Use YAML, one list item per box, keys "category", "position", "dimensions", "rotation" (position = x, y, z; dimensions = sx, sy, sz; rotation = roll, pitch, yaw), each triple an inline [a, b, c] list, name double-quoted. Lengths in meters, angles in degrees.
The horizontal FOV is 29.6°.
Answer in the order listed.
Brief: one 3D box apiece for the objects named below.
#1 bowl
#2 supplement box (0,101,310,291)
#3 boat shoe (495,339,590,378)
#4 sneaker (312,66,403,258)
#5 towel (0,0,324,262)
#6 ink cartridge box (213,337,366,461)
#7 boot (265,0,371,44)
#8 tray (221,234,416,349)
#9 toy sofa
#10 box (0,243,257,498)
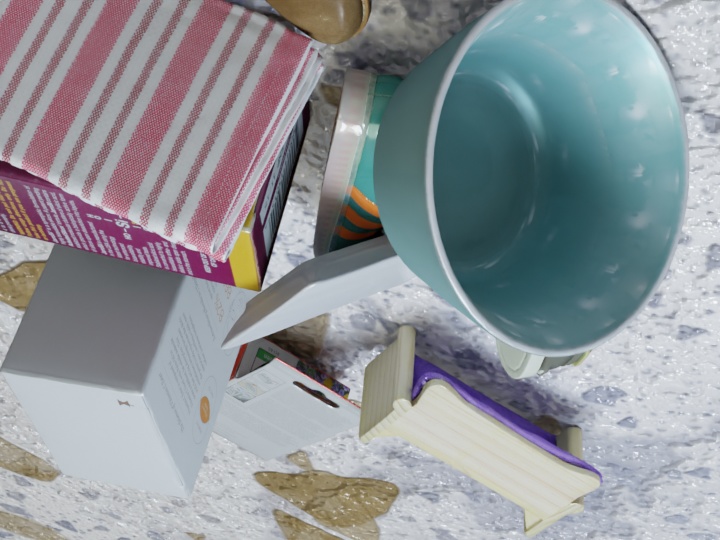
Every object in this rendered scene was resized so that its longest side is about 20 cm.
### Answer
- category: "bowl"
  position: [0.084, -0.057, 0.783]
  dimensions: [0.200, 0.202, 0.104]
  rotation: [40, 160, -32]
- category: "supplement box"
  position: [-0.142, -0.083, 0.864]
  dimensions: [0.197, 0.133, 0.103]
  rotation: [12, 159, 5]
- category: "boat shoe"
  position: [0.152, -0.001, 0.927]
  dimensions: [0.059, 0.073, 0.203]
  rotation: [-3, 142, -22]
- category: "sneaker"
  position: [0.014, -0.055, 0.903]
  dimensions: [0.079, 0.072, 0.201]
  rotation: [11, 153, -1]
- category: "towel"
  position: [-0.136, -0.105, 0.804]
  dimensions: [0.198, 0.148, 0.030]
  rotation: [23, 162, 8]
- category: "ink cartridge box"
  position: [-0.073, 0.105, 1.185]
  dimensions: [0.108, 0.051, 0.199]
  rotation: [32, 148, -21]
- category: "boot"
  position: [-0.065, -0.181, 0.749]
  dimensions: [0.073, 0.076, 0.200]
  rotation: [-14, 139, 32]
- category: "tray"
  position: [0.000, 0.000, 0.919]
  dimensions: [0.107, 0.199, 0.022]
  rotation: [-33, 81, 42]
- category: "toy sofa"
  position: [0.102, 0.126, 1.117]
  dimensions: [0.199, 0.083, 0.098]
  rotation: [31, 129, -21]
- category: "box"
  position: [-0.158, 0.035, 0.994]
  dimensions: [0.105, 0.202, 0.153]
  rotation: [8, 146, 13]
